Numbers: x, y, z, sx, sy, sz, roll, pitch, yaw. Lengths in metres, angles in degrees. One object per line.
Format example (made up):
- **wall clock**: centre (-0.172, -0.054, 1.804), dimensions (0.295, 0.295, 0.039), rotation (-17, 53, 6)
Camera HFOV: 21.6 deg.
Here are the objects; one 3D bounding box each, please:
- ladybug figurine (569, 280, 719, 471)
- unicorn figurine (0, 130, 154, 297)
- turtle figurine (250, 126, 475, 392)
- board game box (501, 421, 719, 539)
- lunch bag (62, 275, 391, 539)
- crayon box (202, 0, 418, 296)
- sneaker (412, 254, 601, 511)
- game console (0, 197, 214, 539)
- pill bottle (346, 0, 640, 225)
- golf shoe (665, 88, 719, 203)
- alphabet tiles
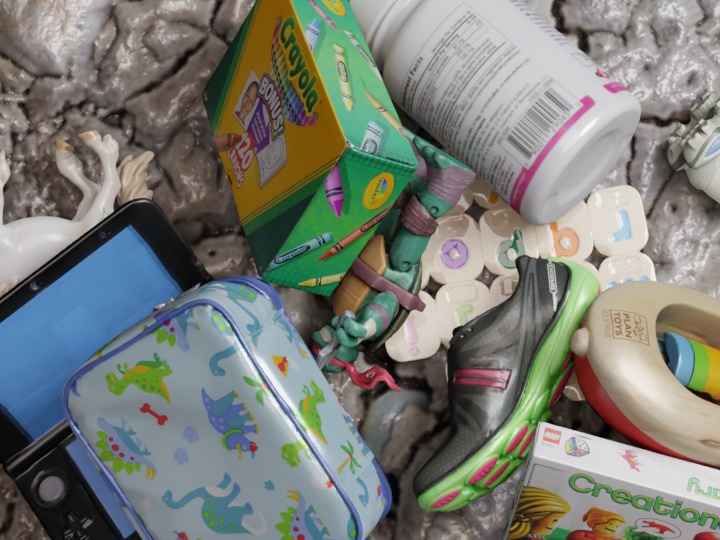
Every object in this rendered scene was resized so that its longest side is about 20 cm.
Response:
- **ladybug figurine**: centre (0.221, 0.078, 1.280), dimensions (0.199, 0.072, 0.136), rotation (21, 46, -22)
- **unicorn figurine**: centre (-0.237, -0.021, 1.332), dimensions (0.199, 0.074, 0.138), rotation (-10, 92, -6)
- **turtle figurine**: centre (0.000, 0.000, 1.303), dimensions (0.150, 0.100, 0.201), rotation (36, 97, 49)
- **board game box**: centre (0.201, 0.177, 1.269), dimensions (0.199, 0.127, 0.035), rotation (15, 46, 4)
- **lunch bag**: centre (-0.090, 0.115, 1.227), dimensions (0.160, 0.082, 0.201), rotation (-32, 94, 25)
- **crayon box**: centre (-0.038, -0.096, 1.265), dimensions (0.058, 0.119, 0.201), rotation (14, 36, -31)
- **sneaker**: centre (0.092, 0.078, 1.305), dimensions (0.084, 0.077, 0.201), rotation (29, 79, 23)
- **game console**: centre (-0.165, 0.086, 1.289), dimensions (0.200, 0.119, 0.173), rotation (-37, 64, -3)
- **pill bottle**: centre (0.088, -0.135, 1.314), dimensions (0.113, 0.113, 0.200), rotation (-45, 72, -5)
- **golf shoe**: centre (0.312, -0.126, 1.346), dimensions (0.097, 0.078, 0.200), rotation (42, 90, -10)
- **alphabet tiles**: centre (0.110, 0.002, 1.350), dimensions (0.199, 0.015, 0.197), rotation (-10, 81, 0)
